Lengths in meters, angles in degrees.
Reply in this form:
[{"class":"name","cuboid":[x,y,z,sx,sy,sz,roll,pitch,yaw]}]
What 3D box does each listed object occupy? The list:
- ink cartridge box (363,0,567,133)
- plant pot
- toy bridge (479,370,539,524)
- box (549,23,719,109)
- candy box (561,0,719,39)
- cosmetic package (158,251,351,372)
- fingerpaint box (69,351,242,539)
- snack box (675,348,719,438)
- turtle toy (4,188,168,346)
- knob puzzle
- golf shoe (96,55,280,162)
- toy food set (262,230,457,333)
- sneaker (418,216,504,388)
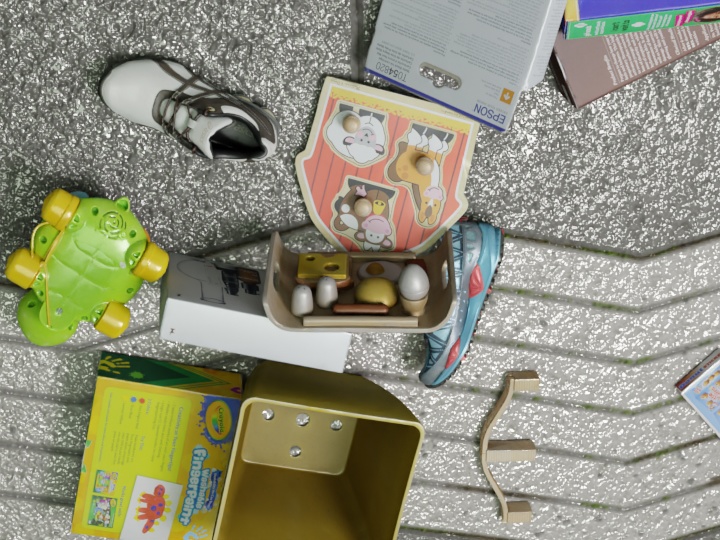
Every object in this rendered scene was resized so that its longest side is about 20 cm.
[{"class":"ink cartridge box","cuboid":[0.110,-0.266,1.360,0.040,0.199,0.202,-7,120,-53]},{"class":"plant pot","cuboid":[-0.058,0.206,1.507,0.197,0.177,0.202,10,110,-12]},{"class":"toy bridge","cuboid":[0.178,0.218,1.623,0.066,0.027,0.203,-1,111,-5]},{"class":"box","cuboid":[0.294,-0.265,1.434,0.198,0.075,0.101,-26,112,1]},{"class":"candy box","cuboid":[0.294,-0.331,1.350,0.197,0.077,0.171,-6,81,8]},{"class":"cosmetic package","cuboid":[-0.117,0.044,1.453,0.197,0.151,0.052,11,109,-12]},{"class":"fingerpaint box","cuboid":[-0.234,0.208,1.540,0.165,0.073,0.202,9,109,-10]},{"class":"snack box","cuboid":[0.474,0.188,1.653,0.072,0.024,0.200,-41,110,9]},{"class":"turtle toy","cuboid":[-0.302,0.001,1.438,0.145,0.101,0.201,32,104,-17]},{"class":"knob puzzle","cuboid":[0.022,-0.092,1.462,0.217,0.030,0.223,1,107,5]},{"class":"golf shoe","cuboid":[-0.177,-0.165,1.398,0.198,0.095,0.079,15,109,-11]},{"class":"toy food set","cuboid":[0.000,0.000,1.411,0.197,0.144,0.061,1,123,0]},{"class":"sneaker","cuboid":[0.093,0.033,1.528,0.094,0.079,0.202,19,101,0]}]
